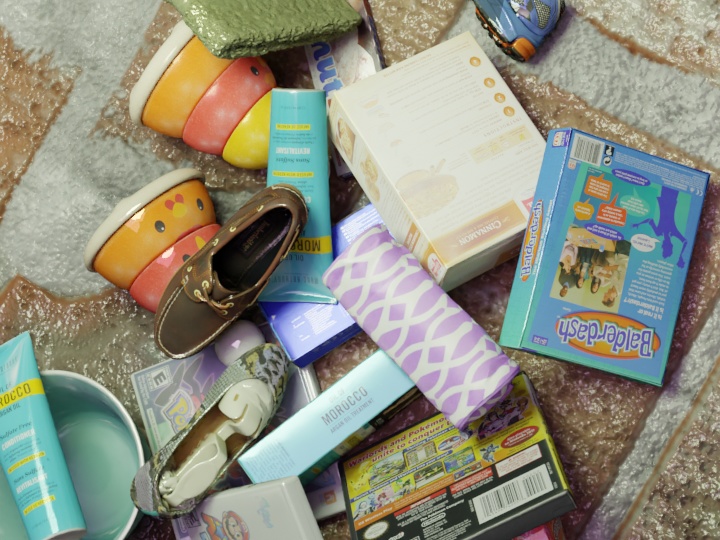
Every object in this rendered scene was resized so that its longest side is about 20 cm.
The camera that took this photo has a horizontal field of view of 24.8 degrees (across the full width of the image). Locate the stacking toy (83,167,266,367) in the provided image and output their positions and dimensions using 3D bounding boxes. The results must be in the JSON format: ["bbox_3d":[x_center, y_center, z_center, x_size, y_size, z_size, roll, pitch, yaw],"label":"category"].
[{"bbox_3d":[-0.156,0.014,1.579,0.146,0.146,0.200,-42,83,7],"label":"stacking toy"}]

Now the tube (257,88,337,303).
[{"bbox_3d":[-0.059,-0.069,1.528,0.077,0.050,0.201,3,98,18],"label":"tube"}]

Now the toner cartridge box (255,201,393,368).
[{"bbox_3d":[0.000,0.000,1.559,0.200,0.043,0.095,-31,72,3],"label":"toner cartridge box"}]

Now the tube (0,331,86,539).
[{"bbox_3d":[-0.311,0.162,1.527,0.077,0.050,0.200,-26,69,4],"label":"tube"}]

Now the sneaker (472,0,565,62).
[{"bbox_3d":[0.122,-0.295,1.571,0.078,0.075,0.200,-37,81,0],"label":"sneaker"}]

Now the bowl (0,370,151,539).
[{"bbox_3d":[-0.283,0.201,1.595,0.200,0.105,0.202,-2,81,16],"label":"bowl"}]

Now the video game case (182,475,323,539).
[{"bbox_3d":[-0.078,0.291,1.484,0.182,0.024,0.201,-20,91,51],"label":"video game case"}]

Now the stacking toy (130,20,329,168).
[{"bbox_3d":[-0.110,-0.149,1.590,0.200,0.146,0.146,38,94,3],"label":"stacking toy"}]

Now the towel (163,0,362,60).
[{"bbox_3d":[-0.102,-0.262,1.549,0.148,0.200,0.037,48,131,20],"label":"towel"}]

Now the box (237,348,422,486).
[{"bbox_3d":[-0.016,0.137,1.518,0.200,0.082,0.049,-38,78,-1],"label":"box"}]

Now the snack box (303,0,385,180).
[{"bbox_3d":[-0.011,-0.195,1.614,0.072,0.024,0.201,-18,77,15],"label":"snack box"}]

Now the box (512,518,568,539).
[{"bbox_3d":[0.091,0.284,1.470,0.199,0.100,0.096,-22,76,12],"label":"box"}]

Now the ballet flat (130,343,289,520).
[{"bbox_3d":[-0.127,0.153,1.506,0.072,0.072,0.200,38,77,19],"label":"ballet flat"}]

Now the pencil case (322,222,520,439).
[{"bbox_3d":[0.056,0.048,1.447,0.200,0.085,0.084,48,117,7],"label":"pencil case"}]

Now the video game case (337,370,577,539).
[{"bbox_3d":[0.081,0.190,1.460,0.200,0.026,0.181,-27,31,8],"label":"video game case"}]

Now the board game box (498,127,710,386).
[{"bbox_3d":[0.219,-0.011,1.461,0.152,0.045,0.201,16,85,-21],"label":"board game box"}]

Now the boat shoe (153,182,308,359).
[{"bbox_3d":[-0.123,0.004,1.490,0.070,0.070,0.200,35,103,-12],"label":"boat shoe"}]

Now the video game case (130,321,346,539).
[{"bbox_3d":[-0.117,0.165,1.593,0.182,0.023,0.201,-21,76,13],"label":"video game case"}]

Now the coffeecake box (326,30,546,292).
[{"bbox_3d":[0.084,-0.100,1.513,0.153,0.073,0.200,-26,72,-19],"label":"coffeecake box"}]
